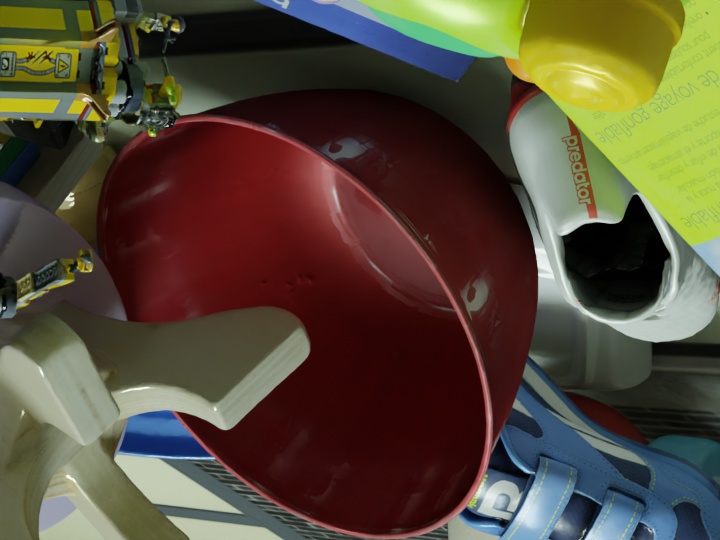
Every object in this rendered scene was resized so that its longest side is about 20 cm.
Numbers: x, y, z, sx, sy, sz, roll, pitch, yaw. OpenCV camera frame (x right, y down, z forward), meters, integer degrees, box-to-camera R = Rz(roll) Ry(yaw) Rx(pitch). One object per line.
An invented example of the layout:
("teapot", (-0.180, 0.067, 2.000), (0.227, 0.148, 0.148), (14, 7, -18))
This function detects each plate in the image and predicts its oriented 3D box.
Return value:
("plate", (0.043, 0.006, 0.991), (0.199, 0.032, 0.200), (14, 158, 12))

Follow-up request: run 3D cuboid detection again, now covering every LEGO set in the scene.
("LEGO set", (-0.097, -0.070, 0.675), (0.116, 0.154, 0.200), (-1, 144, -28))

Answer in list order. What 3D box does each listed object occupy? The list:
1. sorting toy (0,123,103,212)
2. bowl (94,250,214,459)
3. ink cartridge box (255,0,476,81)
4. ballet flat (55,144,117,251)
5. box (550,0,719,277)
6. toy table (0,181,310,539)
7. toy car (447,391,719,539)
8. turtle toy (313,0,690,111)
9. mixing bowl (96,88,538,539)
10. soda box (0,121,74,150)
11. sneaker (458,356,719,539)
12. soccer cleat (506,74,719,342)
("sorting toy", (-0.251, -0.040, 0.898), (0.198, 0.200, 0.070), (14, 138, 20))
("bowl", (-0.093, 0.044, 1.031), (0.200, 0.039, 0.201), (1, 154, 1))
("ink cartridge box", (0.004, -0.124, 0.689), (0.119, 0.042, 0.200), (22, 160, -8))
("ballet flat", (-0.201, -0.052, 1.029), (0.200, 0.069, 0.063), (8, 129, 19))
("box", (0.156, -0.031, 0.690), (0.200, 0.048, 0.122), (45, 154, -8))
("toy table", (-0.120, 0.060, 0.809), (0.117, 0.184, 0.200), (34, 169, 35))
("toy car", (0.137, 0.136, 1.097), (0.184, 0.177, 0.200), (3, -166, 34))
("turtle toy", (0.015, -0.124, 0.542), (0.200, 0.146, 0.101), (21, 167, -4))
("mixing bowl", (0.000, 0.000, 0.854), (0.200, 0.108, 0.200), (25, 135, 27))
("soda box", (-0.209, -0.117, 0.847), (0.200, 0.063, 0.071), (17, 159, 4))
("sneaker", (0.093, 0.106, 0.943), (0.200, 0.074, 0.082), (33, -152, 18))
("soccer cleat", (0.105, -0.006, 0.818), (0.068, 0.085, 0.200), (-14, 147, 12))
